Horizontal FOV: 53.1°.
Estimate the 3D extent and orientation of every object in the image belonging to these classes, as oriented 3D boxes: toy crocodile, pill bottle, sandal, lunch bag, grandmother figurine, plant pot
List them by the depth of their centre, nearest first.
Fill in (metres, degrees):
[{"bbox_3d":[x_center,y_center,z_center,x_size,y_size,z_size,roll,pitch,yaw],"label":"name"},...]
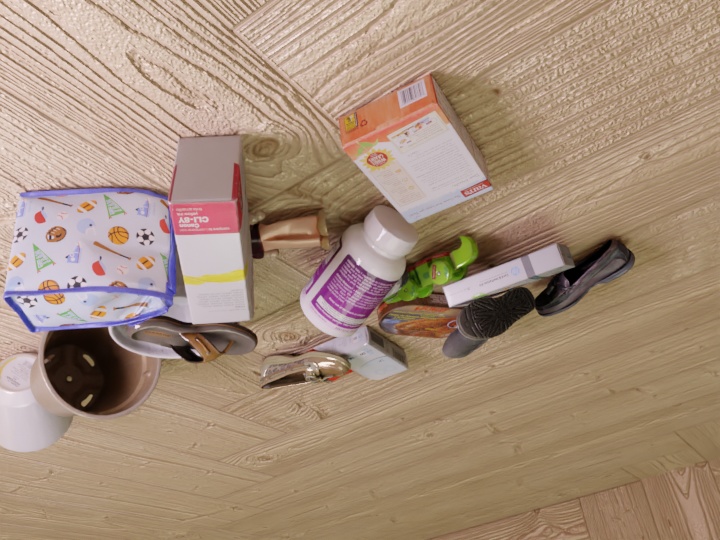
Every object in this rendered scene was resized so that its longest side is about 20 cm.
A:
[{"bbox_3d":[-0.348,-0.016,0.965,0.198,0.171,0.124,-6,151,-5],"label":"lunch bag"},{"bbox_3d":[-0.148,-0.048,1.070,0.198,0.061,0.122,-10,139,-2],"label":"grandmother figurine"},{"bbox_3d":[-0.255,0.111,1.096,0.199,0.055,0.082,13,142,-30],"label":"sandal"},{"bbox_3d":[0.000,0.000,1.109,0.112,0.113,0.200,17,125,-34],"label":"pill bottle"},{"bbox_3d":[0.114,0.005,1.214,0.199,0.062,0.067,-30,168,38],"label":"toy crocodile"},{"bbox_3d":[-0.472,0.167,1.228,0.200,0.202,0.183,18,151,-35],"label":"plant pot"}]

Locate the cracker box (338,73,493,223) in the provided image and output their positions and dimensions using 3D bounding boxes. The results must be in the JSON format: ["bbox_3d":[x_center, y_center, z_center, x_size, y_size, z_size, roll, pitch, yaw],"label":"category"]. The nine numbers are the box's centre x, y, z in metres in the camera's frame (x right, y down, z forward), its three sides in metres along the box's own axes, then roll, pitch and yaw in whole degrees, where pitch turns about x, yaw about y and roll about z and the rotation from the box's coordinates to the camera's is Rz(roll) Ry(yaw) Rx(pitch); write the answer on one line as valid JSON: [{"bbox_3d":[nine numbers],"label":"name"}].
[{"bbox_3d":[0.078,-0.153,0.957,0.133,0.058,0.200,-21,145,20],"label":"cracker box"}]

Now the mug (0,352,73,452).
[{"bbox_3d":[-0.632,0.232,1.319,0.185,0.150,0.154,-5,140,-18],"label":"mug"}]

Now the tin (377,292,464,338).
[{"bbox_3d":[0.126,0.083,1.358,0.199,0.042,0.112,7,148,-24],"label":"tin"}]

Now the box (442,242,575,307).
[{"bbox_3d":[0.253,0.010,1.215,0.199,0.041,0.156,-21,171,20],"label":"box"}]

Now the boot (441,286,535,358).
[{"bbox_3d":[0.196,0.105,1.271,0.181,0.073,0.200,-13,166,-33],"label":"boot"}]

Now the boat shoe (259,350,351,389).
[{"bbox_3d":[-0.110,0.204,1.425,0.199,0.063,0.073,-9,142,29],"label":"boat shoe"}]

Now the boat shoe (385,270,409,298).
[{"bbox_3d":[-0.008,0.036,1.228,0.199,0.072,0.068,-24,174,31],"label":"boat shoe"}]

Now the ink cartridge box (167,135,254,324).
[{"bbox_3d":[-0.186,-0.050,0.928,0.083,0.146,0.201,-4,131,-5],"label":"ink cartridge box"}]

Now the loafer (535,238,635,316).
[{"bbox_3d":[0.388,0.009,1.289,0.200,0.072,0.063,-35,120,26],"label":"loafer"}]

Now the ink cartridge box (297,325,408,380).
[{"bbox_3d":[-0.026,0.193,1.483,0.199,0.048,0.160,-26,143,23],"label":"ink cartridge box"}]

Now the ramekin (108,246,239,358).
[{"bbox_3d":[-0.292,0.049,1.141,0.199,0.106,0.201,-6,147,-4],"label":"ramekin"}]
